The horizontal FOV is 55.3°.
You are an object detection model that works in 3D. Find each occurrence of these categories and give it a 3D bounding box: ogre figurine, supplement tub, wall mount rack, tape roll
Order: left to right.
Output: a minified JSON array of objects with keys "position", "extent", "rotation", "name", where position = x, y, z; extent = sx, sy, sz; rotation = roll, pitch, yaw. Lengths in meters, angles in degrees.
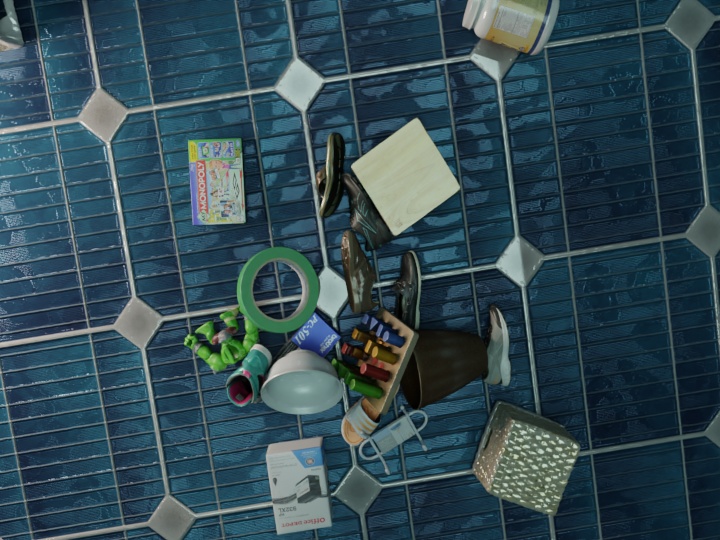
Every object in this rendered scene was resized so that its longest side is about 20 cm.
[{"position":[-0.326,0.170,1.680],"extent":[0.196,0.098,0.122],"rotation":[-27,85,-13],"name":"ogre figurine"},{"position":[-0.198,0.047,1.661],"extent":[0.195,0.048,0.207],"rotation":[2,85,-21],"name":"tape roll"},{"position":[0.079,0.405,1.698],"extent":[0.197,0.075,0.176],"rotation":[-31,118,-1],"name":"wall mount rack"},{"position":[0.348,-0.602,1.604],"extent":[0.194,0.144,0.149],"rotation":[17,94,-2],"name":"supplement tub"}]

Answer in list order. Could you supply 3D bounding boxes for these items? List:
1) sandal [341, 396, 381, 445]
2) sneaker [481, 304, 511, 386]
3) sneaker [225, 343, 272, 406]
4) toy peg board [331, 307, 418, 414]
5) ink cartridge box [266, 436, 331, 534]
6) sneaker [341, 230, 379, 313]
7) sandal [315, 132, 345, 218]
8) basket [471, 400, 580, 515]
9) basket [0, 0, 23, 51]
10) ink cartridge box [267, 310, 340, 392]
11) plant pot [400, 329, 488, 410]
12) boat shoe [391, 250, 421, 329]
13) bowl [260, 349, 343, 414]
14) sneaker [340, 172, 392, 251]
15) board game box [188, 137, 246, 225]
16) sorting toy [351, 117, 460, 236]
[{"position":[0.023,0.349,1.720],"extent":[0.078,0.059,0.209],"rotation":[36,94,-4],"name":"sandal"},{"position":[0.331,0.188,1.708],"extent":[0.077,0.074,0.207],"rotation":[-3,95,4],"name":"sneaker"},{"position":[-0.265,0.281,1.635],"extent":[0.082,0.121,0.203],"rotation":[24,136,14],"name":"sneaker"},{"position":[0.022,0.197,1.626],"extent":[0.096,0.199,0.204],"rotation":[20,95,-26],"name":"toy peg board"},{"position":[-0.151,0.537,1.720],"extent":[0.140,0.084,0.207],"rotation":[-8,95,-1],"name":"ink cartridge box"},{"position":[0.000,0.000,1.697],"extent":[0.073,0.070,0.207],"rotation":[-9,99,-19],"name":"sneaker"},{"position":[-0.077,-0.230,1.671],"extent":[0.056,0.079,0.208],"rotation":[7,92,24],"name":"sandal"},{"position":[0.404,0.460,1.682],"extent":[0.195,0.161,0.203],"rotation":[20,93,-5],"name":"basket"},{"position":[-0.901,-0.605,1.556],"extent":[0.156,0.200,0.204],"rotation":[-13,95,6],"name":"basket"},{"position":[-0.146,0.206,1.712],"extent":[0.094,0.044,0.201],"rotation":[41,93,-6],"name":"ink cartridge box"},{"position":[0.203,0.221,1.666],"extent":[0.194,0.187,0.193],"rotation":[-10,95,-14],"name":"plant pot"},{"position":[0.106,0.055,1.688],"extent":[0.064,0.074,0.206],"rotation":[-4,104,-19],"name":"boat shoe"},{"position":[-0.138,0.253,1.630],"extent":[0.194,0.204,0.092],"rotation":[-4,51,-1],"name":"bowl"},{"position":[0.000,-0.141,1.670],"extent":[0.078,0.075,0.203],"rotation":[-31,96,6],"name":"sneaker"},{"position":[-0.348,-0.216,1.680],"extent":[0.130,0.029,0.207],"rotation":[-3,95,-2],"name":"board game box"},{"position":[0.108,-0.225,1.667],"extent":[0.198,0.070,0.201],"rotation":[-34,94,1],"name":"sorting toy"}]
